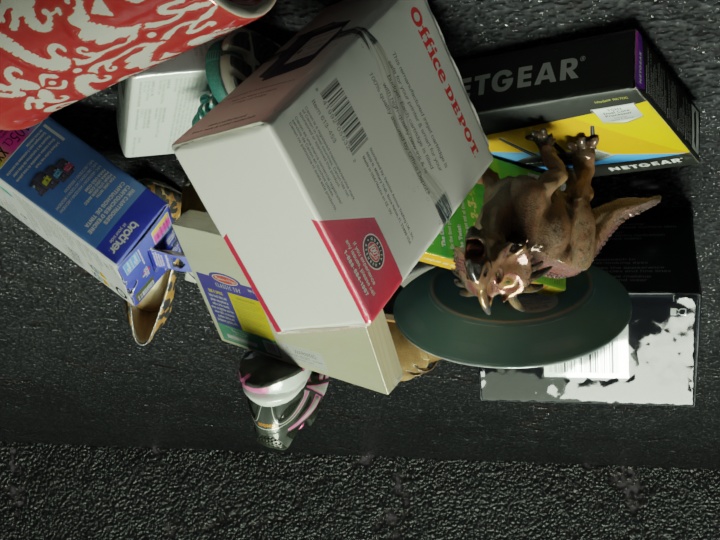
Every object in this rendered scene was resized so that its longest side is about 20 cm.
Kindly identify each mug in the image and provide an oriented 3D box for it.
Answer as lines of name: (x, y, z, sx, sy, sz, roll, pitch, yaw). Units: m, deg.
mug: (-0.148, -0.186, 0.689, 0.199, 0.178, 0.134, -12, 121, 32)

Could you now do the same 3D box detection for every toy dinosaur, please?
toy dinosaur: (0.135, -0.026, 0.855, 0.199, 0.137, 0.086, 5, 162, -30)

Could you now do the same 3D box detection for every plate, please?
plate: (0.126, 0.020, 0.956, 0.198, 0.026, 0.201, -4, -154, 2)

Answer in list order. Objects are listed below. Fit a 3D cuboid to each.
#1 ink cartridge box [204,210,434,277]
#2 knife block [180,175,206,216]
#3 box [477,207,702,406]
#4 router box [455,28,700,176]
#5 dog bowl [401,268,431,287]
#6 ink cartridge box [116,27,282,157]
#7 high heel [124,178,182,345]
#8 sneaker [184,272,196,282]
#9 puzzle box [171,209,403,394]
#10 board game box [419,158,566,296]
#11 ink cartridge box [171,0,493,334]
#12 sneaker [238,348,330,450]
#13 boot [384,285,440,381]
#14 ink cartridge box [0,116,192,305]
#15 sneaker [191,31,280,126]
ink cartridge box: (-0.022, -0.036, 1.014, 0.175, 0.045, 0.199, 21, 148, -38)
knife block: (-0.055, -0.062, 1.099, 0.175, 0.065, 0.199, 20, 153, -37)
box: (0.217, 0.028, 1.086, 0.195, 0.118, 0.200, 0, -154, 14)
router box: (0.146, -0.118, 0.894, 0.199, 0.052, 0.149, -5, 161, 33)
dog bowl: (0.018, 0.005, 1.214, 0.198, 0.074, 0.200, 1, -177, 0)
ink cartridge box: (-0.091, -0.147, 0.909, 0.198, 0.048, 0.160, -9, 166, -16)
high heel: (-0.220, -0.007, 1.192, 0.071, 0.144, 0.200, 5, 163, -5)
sneaker: (-0.120, -0.020, 1.240, 0.128, 0.080, 0.199, 6, 163, -11)
puzzle box: (-0.062, 0.022, 0.947, 0.199, 0.025, 0.134, 14, 136, 38)
board game box: (0.074, -0.049, 0.891, 0.199, 0.096, 0.030, 16, 158, -25)
ink cartridge box: (-0.008, -0.078, 0.748, 0.084, 0.200, 0.145, -8, 121, 38)
sneaker: (-0.064, 0.101, 1.066, 0.080, 0.087, 0.200, 6, -162, 18)
boot: (0.059, 0.061, 1.002, 0.199, 0.076, 0.073, 9, -155, 41)
ink cartridge box: (-0.239, -0.049, 1.024, 0.200, 0.076, 0.137, 38, 165, 6)
sneaker: (-0.084, -0.108, 0.829, 0.079, 0.078, 0.200, -3, 166, 5)
